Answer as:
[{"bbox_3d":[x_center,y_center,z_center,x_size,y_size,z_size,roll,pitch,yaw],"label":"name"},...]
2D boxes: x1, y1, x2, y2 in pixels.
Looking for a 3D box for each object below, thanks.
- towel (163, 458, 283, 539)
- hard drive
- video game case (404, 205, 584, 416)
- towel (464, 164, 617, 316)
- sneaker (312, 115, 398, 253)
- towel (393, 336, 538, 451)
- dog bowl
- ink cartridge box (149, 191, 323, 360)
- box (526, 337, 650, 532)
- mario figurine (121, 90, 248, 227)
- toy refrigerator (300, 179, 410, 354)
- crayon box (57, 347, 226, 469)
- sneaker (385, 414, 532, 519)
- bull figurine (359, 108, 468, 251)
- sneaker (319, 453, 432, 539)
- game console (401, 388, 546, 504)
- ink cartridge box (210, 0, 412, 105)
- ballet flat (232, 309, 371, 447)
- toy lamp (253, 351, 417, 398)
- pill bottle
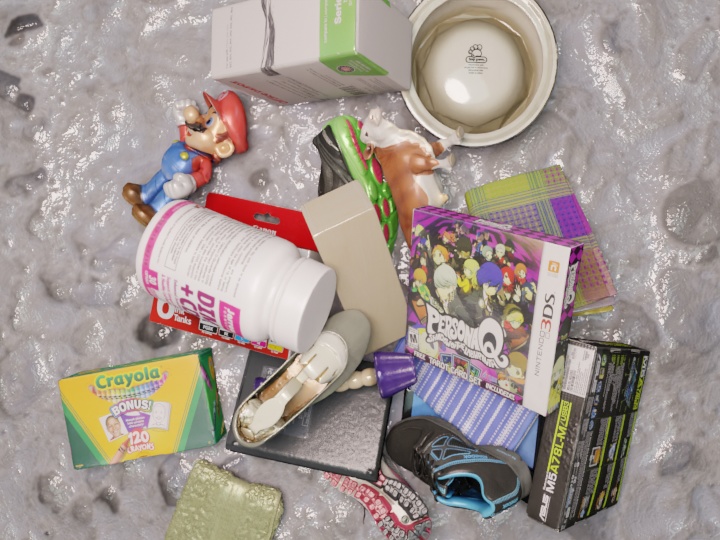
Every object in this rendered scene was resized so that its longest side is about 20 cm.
[{"bbox_3d":[-0.194,0.369,0.825,0.145,0.036,0.204,19,93,4],"label":"towel"},{"bbox_3d":[-0.060,0.176,0.779,0.195,0.033,0.143,8,69,11],"label":"hard drive"},{"bbox_3d":[0.136,0.037,0.677,0.198,0.035,0.186,20,115,41],"label":"video game case"},{"bbox_3d":[0.215,-0.030,0.756,0.140,0.023,0.204,-14,63,3],"label":"towel"},{"bbox_3d":[-0.008,-0.095,0.794,0.082,0.076,0.205,-10,98,38],"label":"sneaker"},{"bbox_3d":[0.129,0.121,0.749,0.199,0.024,0.147,38,110,31],"label":"towel"},{"bbox_3d":[0.142,-0.251,0.771,0.195,0.074,0.206,0,91,5],"label":"dog bowl"},{"bbox_3d":[-0.148,-0.001,0.774,0.195,0.084,0.180,12,92,15],"label":"ink cartridge box"},{"bbox_3d":[0.273,0.185,0.720,0.047,0.191,0.205,13,93,39],"label":"box"},{"bbox_3d":[-0.230,-0.156,0.781,0.123,0.106,0.200,44,92,5],"label":"mario figurine"},{"bbox_3d":[0.000,0.000,0.731,0.075,0.070,0.202,-24,131,-2],"label":"toy refrigerator"},{"bbox_3d":[-0.288,0.182,0.816,0.195,0.058,0.122,-11,91,4],"label":"crayon box"},{"bbox_3d":[0.098,0.227,0.721,0.197,0.081,0.075,4,104,43],"label":"sneaker"},{"bbox_3d":[0.074,-0.110,0.747,0.119,0.065,0.203,-1,121,39],"label":"bull figurine"},{"bbox_3d":[0.010,0.271,0.794,0.080,0.075,0.201,-39,75,-6],"label":"sneaker"},{"bbox_3d":[0.144,0.166,0.761,0.114,0.175,0.206,5,92,-25],"label":"game console"},{"bbox_3d":[-0.056,-0.258,0.715,0.196,0.145,0.086,2,91,28],"label":"ink cartridge box"},{"bbox_3d":[-0.064,0.125,0.687,0.200,0.064,0.068,-43,88,1],"label":"ballet flat"},{"bbox_3d":[-0.029,0.138,0.742,0.195,0.058,0.060,-13,90,2],"label":"toy lamp"},{"bbox_3d":[-0.132,0.008,0.667,0.196,0.113,0.116,21,93,15],"label":"pill bottle"}]
